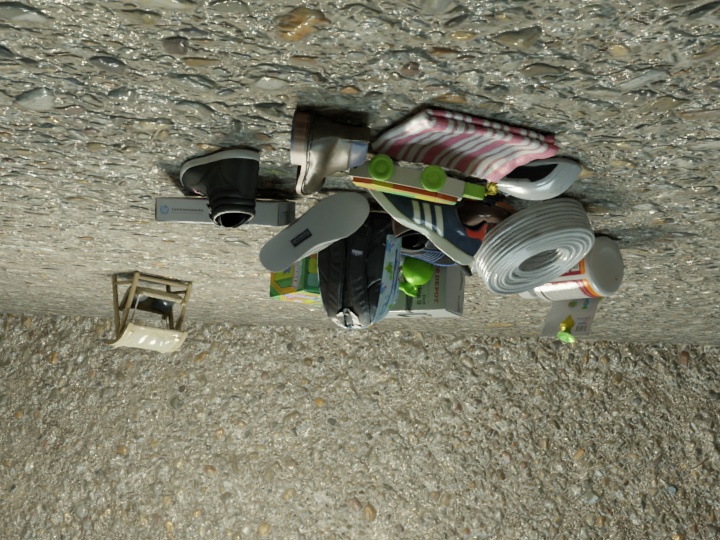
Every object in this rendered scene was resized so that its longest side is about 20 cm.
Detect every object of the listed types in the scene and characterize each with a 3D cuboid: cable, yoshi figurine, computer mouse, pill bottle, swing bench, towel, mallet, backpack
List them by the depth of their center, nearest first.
[{"bbox_3d":[0.129,-0.154,1.057,0.196,0.031,0.146,8,168,-23],"label":"towel"},{"bbox_3d":[0.218,-0.118,1.184,0.198,0.045,0.109,-6,165,44],"label":"computer mouse"},{"bbox_3d":[0.279,-0.036,1.354,0.196,0.070,0.201,-18,155,-3],"label":"cable"},{"bbox_3d":[0.000,0.000,1.452,0.160,0.205,0.153,5,-177,23],"label":"backpack"},{"bbox_3d":[0.156,-0.031,1.468,0.041,0.067,0.200,-33,135,14],"label":"mallet"},{"bbox_3d":[0.062,0.023,1.593,0.112,0.200,0.113,42,-172,-9],"label":"yoshi figurine"},{"bbox_3d":[0.390,0.000,1.600,0.108,0.112,0.198,11,168,-36],"label":"pill bottle"},{"bbox_3d":[-0.592,0.122,2.359,0.128,0.205,0.197,-6,167,41],"label":"swing bench"}]

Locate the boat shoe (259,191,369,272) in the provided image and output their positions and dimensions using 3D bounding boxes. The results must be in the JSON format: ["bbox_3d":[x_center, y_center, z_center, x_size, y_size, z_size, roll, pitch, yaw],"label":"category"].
[{"bbox_3d":[-0.075,-0.063,1.368,0.198,0.073,0.066,-36,-173,2],"label":"boat shoe"}]

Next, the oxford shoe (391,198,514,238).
[{"bbox_3d":[0.146,-0.079,1.340,0.196,0.075,0.071,1,169,12],"label":"oxford shoe"}]

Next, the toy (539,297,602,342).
[{"bbox_3d":[0.433,0.054,1.639,0.047,0.202,0.114,44,149,-26],"label":"toy"}]

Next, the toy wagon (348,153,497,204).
[{"bbox_3d":[0.084,-0.116,1.116,0.196,0.040,0.155,12,-177,3],"label":"toy wagon"}]

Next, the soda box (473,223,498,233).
[{"bbox_3d":[0.226,-0.055,1.465,0.063,0.070,0.198,-6,167,36],"label":"soda box"}]

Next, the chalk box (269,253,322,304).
[{"bbox_3d":[-0.086,-0.007,1.688,0.122,0.128,0.199,9,167,-31],"label":"chalk box"}]

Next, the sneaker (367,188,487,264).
[{"bbox_3d":[0.106,-0.096,1.272,0.198,0.085,0.075,33,-168,-11],"label":"sneaker"}]

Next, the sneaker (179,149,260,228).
[{"bbox_3d":[-0.213,-0.109,1.224,0.070,0.101,0.198,8,170,-37],"label":"sneaker"}]

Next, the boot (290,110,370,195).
[{"bbox_3d":[-0.035,-0.138,1.073,0.095,0.076,0.200,6,168,2],"label":"boot"}]

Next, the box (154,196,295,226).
[{"bbox_3d":[-0.214,-0.096,1.364,0.195,0.042,0.156,2,-175,6],"label":"box"}]

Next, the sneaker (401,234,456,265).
[{"bbox_3d":[0.129,-0.050,1.523,0.196,0.072,0.078,6,175,-15],"label":"sneaker"}]

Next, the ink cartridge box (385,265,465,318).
[{"bbox_3d":[0.105,0.016,1.687,0.197,0.149,0.084,-4,167,31],"label":"ink cartridge box"}]
